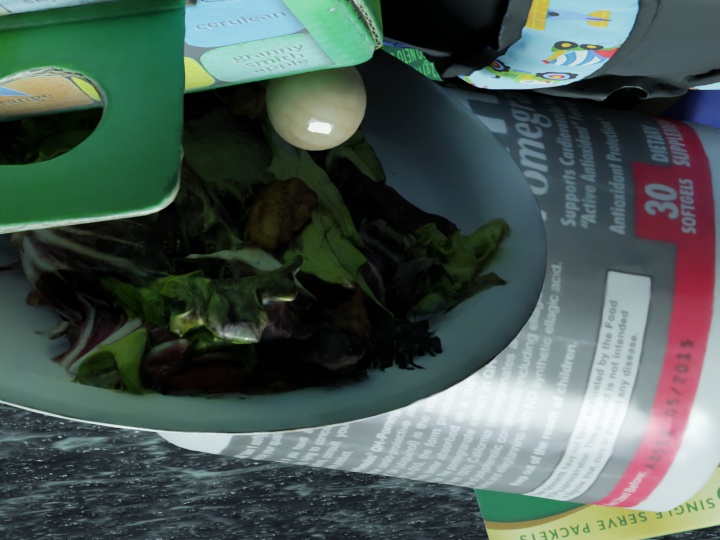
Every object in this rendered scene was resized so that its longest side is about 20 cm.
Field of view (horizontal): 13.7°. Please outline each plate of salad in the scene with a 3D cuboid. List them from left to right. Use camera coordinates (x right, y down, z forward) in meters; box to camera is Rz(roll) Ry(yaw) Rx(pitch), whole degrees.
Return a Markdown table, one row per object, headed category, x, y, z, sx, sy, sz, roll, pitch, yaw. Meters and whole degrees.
| category | x | y | z | sx | sy | sz | roll | pitch | yaw |
| --- | --- | --- | --- | --- | --- | --- | --- | --- | --- |
| plate of salad | -0.051 | -0.030 | 0.701 | 0.199 | 0.200 | 0.048 | 1 | 124 | -20 |

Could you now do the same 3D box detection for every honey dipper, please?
| category | x | y | z | sx | sy | sz | roll | pitch | yaw |
| --- | --- | --- | --- | --- | --- | --- | --- | --- | --- |
| honey dipper | -0.025 | -0.089 | 0.733 | 0.038 | 0.200 | 0.038 | -4 | 127 | -6 |

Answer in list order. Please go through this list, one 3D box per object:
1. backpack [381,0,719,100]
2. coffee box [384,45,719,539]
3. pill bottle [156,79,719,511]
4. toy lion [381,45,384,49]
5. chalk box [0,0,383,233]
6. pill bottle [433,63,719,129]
| category | x | y | z | sx | sy | sz | roll | pitch | yaw |
| --- | --- | --- | --- | --- | --- | --- | --- | --- | --- |
| backpack | 0.083 | -0.118 | 0.734 | 0.182 | 0.135 | 0.200 | -1 | 167 | -13 |
| coffee box | 0.077 | -0.001 | 1.066 | 0.123 | 0.201 | 0.044 | -13 | -173 | 32 |
| pill bottle | 0.000 | 0.000 | 0.819 | 0.199 | 0.111 | 0.111 | 8 | 163 | -13 |
| toy lion | -0.092 | -0.085 | 0.984 | 0.191 | 0.069 | 0.200 | -1 | 167 | 18 |
| chalk box | -0.068 | -0.102 | 0.617 | 0.124 | 0.201 | 0.124 | -6 | 166 | 10 |
| pill bottle | 0.121 | -0.070 | 0.939 | 0.112 | 0.112 | 0.200 | -16 | 154 | 40 |
